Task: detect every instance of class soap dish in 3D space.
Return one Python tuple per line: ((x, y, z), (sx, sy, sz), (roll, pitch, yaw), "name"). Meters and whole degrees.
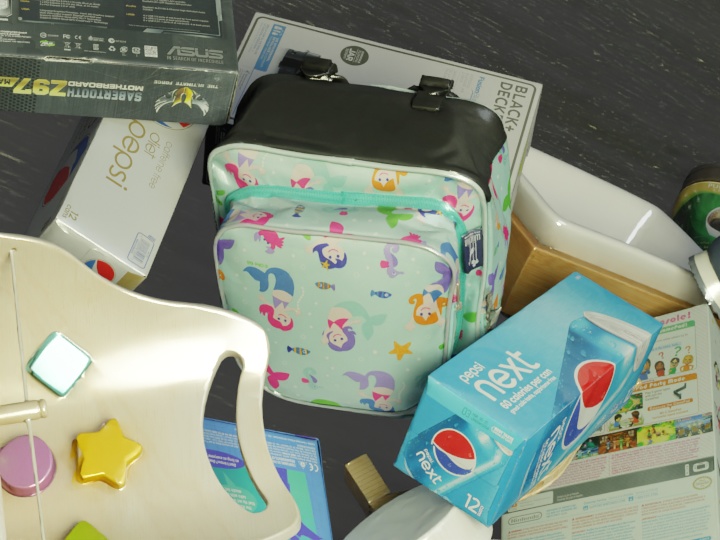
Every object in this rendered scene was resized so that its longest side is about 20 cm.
((0.154, -0.010, 1.368), (0.199, 0.082, 0.158), (20, 21, -32), "soap dish")

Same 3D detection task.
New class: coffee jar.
((0.278, 0.007, 1.496), (0.104, 0.086, 0.201), (14, 45, 7), "coffee jar")

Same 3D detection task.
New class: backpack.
((0.000, 0.000, 1.161), (0.176, 0.201, 0.151), (8, 46, 11), "backpack")

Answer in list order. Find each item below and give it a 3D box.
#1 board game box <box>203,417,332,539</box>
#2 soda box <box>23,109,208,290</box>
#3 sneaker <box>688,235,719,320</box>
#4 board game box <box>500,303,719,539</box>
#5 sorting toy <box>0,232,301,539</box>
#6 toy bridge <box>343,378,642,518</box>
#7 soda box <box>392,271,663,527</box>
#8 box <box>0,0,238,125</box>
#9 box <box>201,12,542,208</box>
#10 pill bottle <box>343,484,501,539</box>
((-0.080, 0.180, 1.082), (0.151, 0.045, 0.201), (15, 52, -37), "board game box")
((-0.140, -0.064, 1.176), (0.063, 0.068, 0.201), (34, 44, -16), "soda box")
((0.308, 0.039, 1.316), (0.200, 0.082, 0.070), (41, 23, -28), "sneaker")
((0.166, 0.131, 1.261), (0.064, 0.147, 0.201), (53, 32, -44), "board game box")
((-0.124, 0.088, 1.011), (0.179, 0.107, 0.201), (-3, 63, -17), "sorting toy")
((0.091, 0.108, 1.219), (0.199, 0.027, 0.067), (-24, 58, -17), "toy bridge")
((0.101, 0.069, 1.139), (0.068, 0.064, 0.200), (31, 31, 18), "soda box")
((-0.176, -0.164, 1.160), (0.198, 0.051, 0.159), (3, 51, -15), "box")
((0.009, -0.089, 1.268), (0.199, 0.060, 0.117), (16, 46, 6), "box")
((0.072, 0.225, 1.120), (0.201, 0.109, 0.110), (58, 40, -11), "pill bottle")
